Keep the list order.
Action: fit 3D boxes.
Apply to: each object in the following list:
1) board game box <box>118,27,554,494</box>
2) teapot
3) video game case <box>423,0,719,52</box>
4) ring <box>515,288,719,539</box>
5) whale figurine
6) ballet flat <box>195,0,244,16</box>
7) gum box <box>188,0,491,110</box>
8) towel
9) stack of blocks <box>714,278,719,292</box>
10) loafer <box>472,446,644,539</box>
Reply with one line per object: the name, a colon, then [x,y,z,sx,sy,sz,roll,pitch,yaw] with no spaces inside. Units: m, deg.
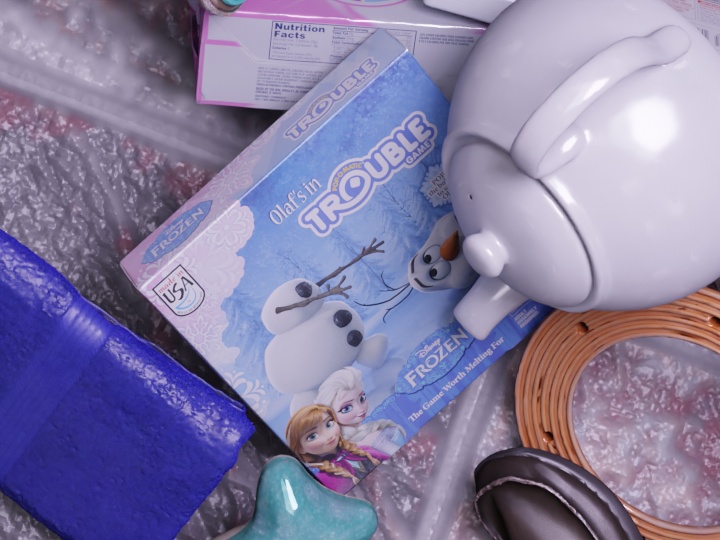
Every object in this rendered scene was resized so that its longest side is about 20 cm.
board game box: [0.000,0.000,1.520,0.200,0.043,0.199,-42,122,0]
teapot: [0.112,-0.051,1.409,0.146,0.197,0.200,-39,121,-22]
video game case: [0.138,-0.180,1.558,0.199,0.182,0.024,15,125,-5]
ring: [0.184,0.091,1.538,0.200,0.200,0.019,43,38,-2]
whale figurine: [-0.069,0.205,1.501,0.159,0.104,0.200,33,101,-18]
ballet flat: [-0.086,-0.196,1.502,0.067,0.200,0.068,-8,119,18]
gum box: [-0.006,-0.148,1.548,0.199,0.114,0.066,4,127,-6]
towel: [-0.170,0.074,1.527,0.200,0.050,0.148,38,124,-2]
stack of blocks: [0.272,0.053,1.571,0.058,0.115,0.201,-27,89,-9]
loafer: [0.135,0.189,1.553,0.200,0.073,0.071,48,41,-2]
